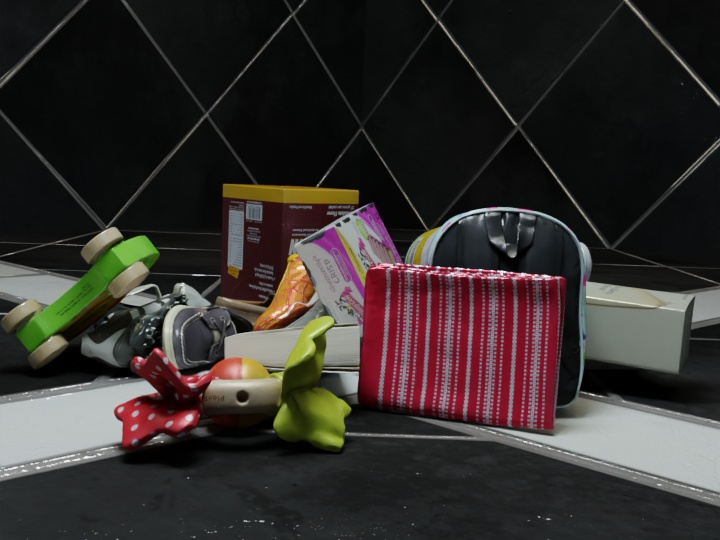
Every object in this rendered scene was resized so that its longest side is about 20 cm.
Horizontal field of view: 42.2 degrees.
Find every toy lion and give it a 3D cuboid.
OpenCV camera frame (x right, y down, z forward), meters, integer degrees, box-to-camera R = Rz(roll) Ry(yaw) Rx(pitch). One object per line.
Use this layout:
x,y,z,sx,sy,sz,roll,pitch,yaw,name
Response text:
-0.310,0.030,1.080,0.199,0.069,0.192,-39,1,10,toy lion

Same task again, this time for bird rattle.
-0.110,0.114,0.809,0.197,0.114,0.163,-10,-6,-12,bird rattle

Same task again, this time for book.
-0.078,0.086,0.983,0.132,0.049,0.200,0,-7,-7,book

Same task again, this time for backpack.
0.146,0.035,0.969,0.175,0.203,0.151,2,6,5,backpack

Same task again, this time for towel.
0.093,0.070,0.895,0.198,0.147,0.022,4,-5,22,towel

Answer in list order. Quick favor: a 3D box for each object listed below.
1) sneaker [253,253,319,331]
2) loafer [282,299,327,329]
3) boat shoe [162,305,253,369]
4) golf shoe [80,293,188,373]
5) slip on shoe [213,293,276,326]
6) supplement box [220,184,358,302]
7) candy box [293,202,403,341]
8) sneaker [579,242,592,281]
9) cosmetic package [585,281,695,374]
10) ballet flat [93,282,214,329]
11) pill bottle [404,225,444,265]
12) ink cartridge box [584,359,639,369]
-0.084,0.026,1.235,0.077,0.073,0.200,36,48,10,sneaker
-0.051,0.070,1.176,0.069,0.071,0.200,8,9,23,loafer
-0.177,0.074,1.098,0.064,0.073,0.200,-4,-1,9,boat shoe
-0.262,0.068,1.105,0.093,0.079,0.200,3,5,7,golf shoe
-0.112,0.062,1.272,0.198,0.061,0.076,-1,7,-29,slip on shoe
-0.112,-0.027,1.427,0.132,0.203,0.196,-2,7,-35,supplement box
0.000,0.000,1.154,0.061,0.138,0.200,-25,5,18,candy box
0.222,0.030,1.313,0.145,0.078,0.203,0,-32,-33,sneaker
0.270,0.057,1.062,0.198,0.074,0.103,7,11,24,cosmetic package
-0.262,0.053,1.267,0.198,0.069,0.068,-2,7,-34,ballet flat
0.134,-0.008,1.198,0.110,0.113,0.200,1,-4,-13,pill bottle
0.249,0.100,1.138,0.197,0.044,0.174,2,11,-7,ink cartridge box
